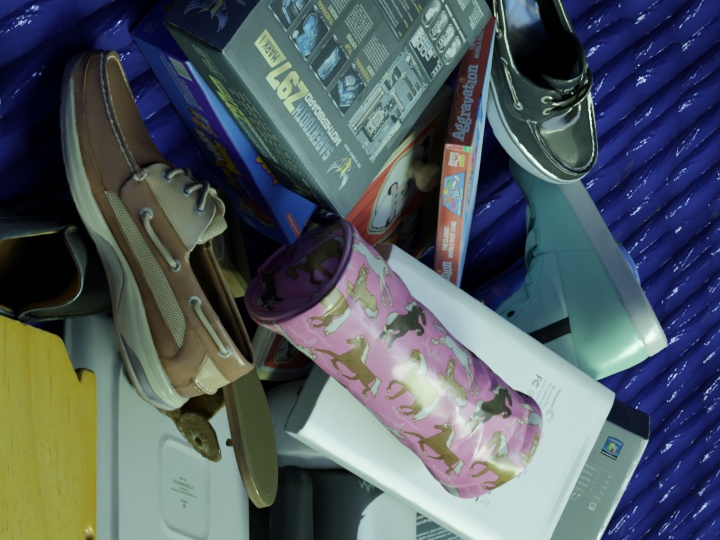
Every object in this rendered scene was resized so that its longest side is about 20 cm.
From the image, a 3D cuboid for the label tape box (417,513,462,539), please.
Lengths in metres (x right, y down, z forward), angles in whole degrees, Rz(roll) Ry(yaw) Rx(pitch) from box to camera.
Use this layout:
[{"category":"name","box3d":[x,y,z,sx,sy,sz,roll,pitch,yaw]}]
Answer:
[{"category":"label tape box","box3d":[0.036,0.164,1.784,0.144,0.063,0.200,-9,129,-53]}]

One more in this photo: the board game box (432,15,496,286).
[{"category":"board game box","box3d":[0.064,-0.062,1.620,0.200,0.019,0.103,93,6,-57]}]

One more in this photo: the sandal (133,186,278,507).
[{"category":"sandal","box3d":[-0.097,0.052,1.456,0.069,0.212,0.078,-15,146,10]}]

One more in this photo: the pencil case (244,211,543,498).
[{"category":"pencil case","box3d":[0.023,0.054,1.497,0.200,0.083,0.087,43,39,-28]}]

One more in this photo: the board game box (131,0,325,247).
[{"category":"board game box","box3d":[-0.043,-0.121,1.482,0.135,0.045,0.200,-51,147,-16]}]

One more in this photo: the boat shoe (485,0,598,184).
[{"category":"boat shoe","box3d":[0.117,-0.134,1.624,0.070,0.066,0.200,-34,122,-21]}]

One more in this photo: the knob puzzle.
[{"category":"knob puzzle","box3d":[0.000,0.000,1.607,0.220,0.030,0.220,-48,162,-22]}]

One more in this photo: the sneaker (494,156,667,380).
[{"category":"sneaker","box3d":[0.113,-0.001,1.710,0.118,0.201,0.074,-28,140,2]}]

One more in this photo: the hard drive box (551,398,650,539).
[{"category":"hard drive box","box3d":[0.142,0.190,1.911,0.200,0.077,0.156,-65,174,5]}]

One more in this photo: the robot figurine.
[{"category":"robot figurine","box3d":[-0.023,0.169,1.626,0.125,0.150,0.201,1,87,-24]}]

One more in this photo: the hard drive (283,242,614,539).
[{"category":"hard drive","box3d":[0.059,0.088,1.591,0.200,0.027,0.132,33,76,-29]}]

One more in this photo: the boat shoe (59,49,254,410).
[{"category":"boat shoe","box3d":[-0.107,-0.027,1.372,0.076,0.072,0.200,-53,128,-72]}]

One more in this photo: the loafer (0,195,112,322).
[{"category":"loafer","box3d":[-0.177,0.001,1.360,0.200,0.072,0.073,7,108,-57]}]

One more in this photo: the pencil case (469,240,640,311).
[{"category":"pencil case","box3d":[0.113,0.032,1.799,0.200,0.078,0.087,-30,119,-40]}]

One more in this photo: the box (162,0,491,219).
[{"category":"box","box3d":[-0.013,-0.141,1.415,0.158,0.051,0.200,-55,149,-11]}]

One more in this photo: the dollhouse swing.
[{"category":"dollhouse swing","box3d":[-0.265,0.122,1.338,0.200,0.175,0.182,24,61,-59]}]

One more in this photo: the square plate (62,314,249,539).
[{"category":"square plate","box3d":[-0.113,0.133,1.496,0.200,0.028,0.199,32,51,-58]}]
